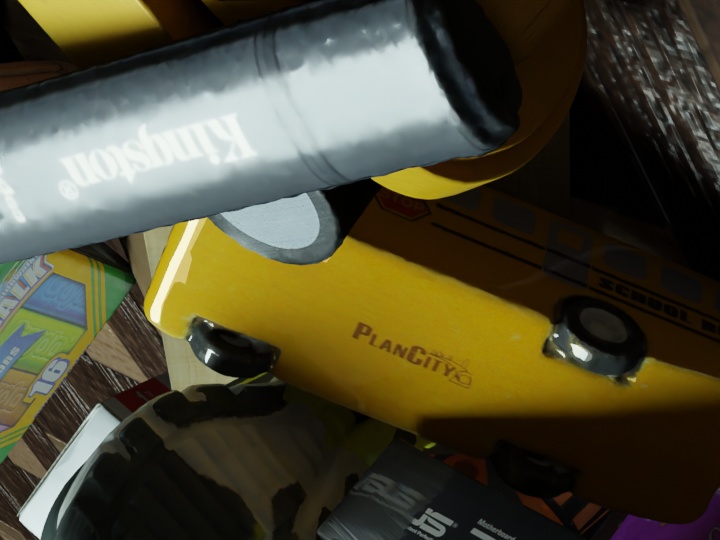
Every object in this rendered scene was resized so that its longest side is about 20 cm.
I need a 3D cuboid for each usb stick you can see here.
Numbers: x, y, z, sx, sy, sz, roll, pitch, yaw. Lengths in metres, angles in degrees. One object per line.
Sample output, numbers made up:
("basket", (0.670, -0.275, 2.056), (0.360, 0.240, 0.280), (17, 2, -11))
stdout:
("usb stick", (-0.044, -0.040, 0.728), (0.199, 0.033, 0.056), (-11, 125, 37))

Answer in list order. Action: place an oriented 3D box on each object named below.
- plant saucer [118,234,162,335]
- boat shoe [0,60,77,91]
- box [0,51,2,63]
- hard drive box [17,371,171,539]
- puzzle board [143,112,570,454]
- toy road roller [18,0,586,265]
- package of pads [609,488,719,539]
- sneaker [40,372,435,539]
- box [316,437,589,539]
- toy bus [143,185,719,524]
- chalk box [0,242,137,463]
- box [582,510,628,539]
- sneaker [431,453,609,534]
("plant saucer", (-0.071, -0.008, 1.096), (0.201, 0.029, 0.200), (59, 165, 27))
("boat shoe", (-0.186, -0.044, 0.998), (0.065, 0.199, 0.071), (63, 144, 35))
("box", (-0.275, -0.059, 1.238), (0.124, 0.200, 0.197), (39, 161, 11))
("hard drive box", (-0.050, 0.144, 1.303), (0.200, 0.077, 0.156), (39, -164, 8))
("puzzle board", (0.000, 0.000, 0.937), (0.150, 0.017, 0.201), (-1, 139, 4))
("toy road roller", (-0.012, -0.110, 0.752), (0.200, 0.123, 0.146), (47, 146, -17))
("package of pads", (0.166, 0.141, 0.917), (0.200, 0.121, 0.076), (19, 155, 49))
("sneaker", (-0.040, 0.075, 0.882), (0.085, 0.200, 0.075), (-39, 82, 40))
("box", (0.084, 0.157, 0.853), (0.161, 0.049, 0.200), (24, 153, 38))
("toy bus", (0.034, 0.014, 0.860), (0.199, 0.078, 0.065), (22, 123, -4))
("chalk box", (-0.203, 0.002, 1.111), (0.124, 0.124, 0.200), (38, -177, 16))
("box", (0.034, 0.103, 1.171), (0.200, 0.075, 0.100), (31, 157, 34))
("sneaker", (0.017, 0.070, 1.070), (0.200, 0.112, 0.078), (18, 149, 50))
